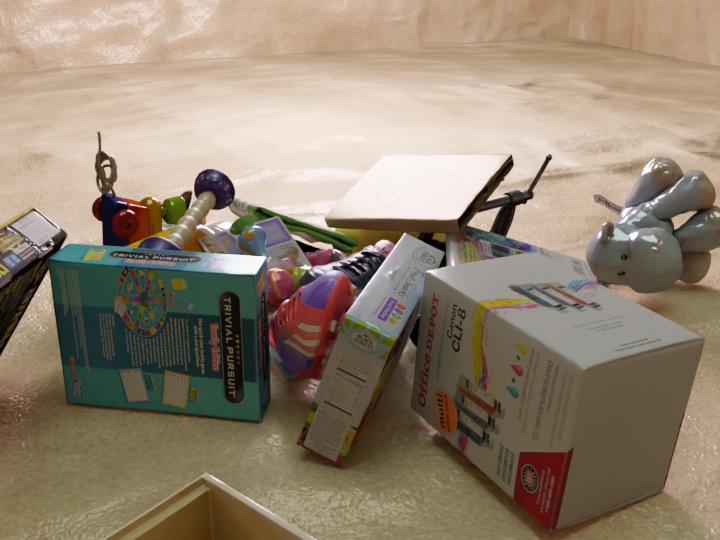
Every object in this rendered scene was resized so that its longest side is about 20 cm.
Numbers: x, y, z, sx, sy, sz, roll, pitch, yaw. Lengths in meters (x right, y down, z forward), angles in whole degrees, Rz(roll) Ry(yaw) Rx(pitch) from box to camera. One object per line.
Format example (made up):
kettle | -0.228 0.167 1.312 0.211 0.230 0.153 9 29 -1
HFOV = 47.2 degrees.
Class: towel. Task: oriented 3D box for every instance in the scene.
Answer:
towel | -0.097 -0.059 1.101 0.147 0.031 0.200 17 3 -18

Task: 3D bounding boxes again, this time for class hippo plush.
hippo plush | 0.359 -0.054 1.056 0.198 0.162 0.160 19 29 36

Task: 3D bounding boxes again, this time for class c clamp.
c clamp | 0.148 -0.066 1.080 0.198 0.172 0.027 -20 54 -28

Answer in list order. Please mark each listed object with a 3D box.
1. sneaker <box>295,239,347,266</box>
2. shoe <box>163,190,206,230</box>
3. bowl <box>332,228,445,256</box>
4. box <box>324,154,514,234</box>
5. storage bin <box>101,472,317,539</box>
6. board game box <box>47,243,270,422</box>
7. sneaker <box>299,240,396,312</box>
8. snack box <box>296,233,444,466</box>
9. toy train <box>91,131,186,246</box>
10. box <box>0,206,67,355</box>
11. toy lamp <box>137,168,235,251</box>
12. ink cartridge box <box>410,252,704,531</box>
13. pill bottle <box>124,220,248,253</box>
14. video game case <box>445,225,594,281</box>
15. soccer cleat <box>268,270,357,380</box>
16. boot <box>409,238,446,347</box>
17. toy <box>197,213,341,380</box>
sneaker | -0.065 -0.002 1.057 0.198 0.080 0.095 21 9 37
shoe | -0.282 -0.064 1.192 0.069 0.054 0.200 5 24 11
bowl | 0.057 -0.082 1.178 0.197 0.109 0.201 0 23 0
box | 0.074 -0.100 1.046 0.198 0.021 0.164 5 38 36
storage bin | -0.091 0.235 0.452 0.198 0.095 0.198 18 28 35
board game box | -0.187 0.059 0.786 0.197 0.153 0.047 4 22 7
sneaker | 0.000 0.000 0.880 0.070 0.082 0.200 39 12 14
snack box | 0.015 0.067 0.776 0.052 0.144 0.200 25 27 6
toy train | -0.272 -0.077 1.041 0.115 0.203 0.084 -11 25 -36
box | -0.358 0.056 0.742 0.049 0.201 0.160 34 24 -8
toy lamp | -0.190 -0.041 0.881 0.057 0.059 0.201 6 37 12
ink cartridge box | 0.158 0.091 0.714 0.143 0.148 0.200 -8 25 -30
pill bottle | -0.215 0.010 0.949 0.110 0.113 0.199 14 26 28
video game case | 0.185 0.008 0.936 0.179 0.024 0.200 16 23 -1
soccer cleat | -0.052 0.049 0.766 0.076 0.200 0.067 27 67 4
boot | 0.093 0.033 0.948 0.198 0.078 0.168 20 25 24
toy | -0.082 0.014 0.911 0.114 0.047 0.201 -18 59 -37
